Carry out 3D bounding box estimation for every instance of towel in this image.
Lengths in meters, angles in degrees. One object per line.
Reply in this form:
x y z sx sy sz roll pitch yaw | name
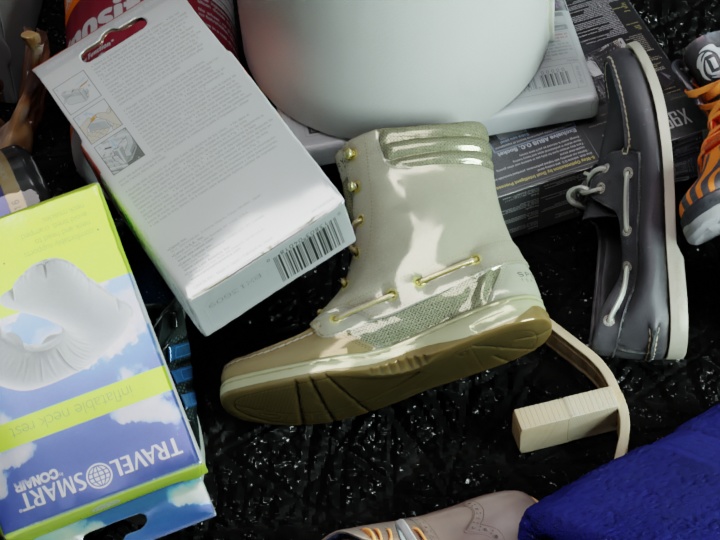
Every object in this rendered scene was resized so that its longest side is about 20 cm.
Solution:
0.204 0.132 1.330 0.200 0.050 0.148 -23 25 -32 | towel

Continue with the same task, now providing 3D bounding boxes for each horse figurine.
-0.261 -0.082 1.532 0.050 0.133 0.200 31 45 28 | horse figurine

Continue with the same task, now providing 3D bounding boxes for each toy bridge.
0.124 0.088 1.423 0.067 0.027 0.200 -13 52 -9 | toy bridge

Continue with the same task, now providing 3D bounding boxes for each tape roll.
0.018 -0.198 1.499 0.202 0.139 0.203 -3 50 3 | tape roll

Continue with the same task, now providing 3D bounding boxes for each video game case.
0.037 -0.152 1.564 0.200 0.023 0.182 -11 51 -4 | video game case

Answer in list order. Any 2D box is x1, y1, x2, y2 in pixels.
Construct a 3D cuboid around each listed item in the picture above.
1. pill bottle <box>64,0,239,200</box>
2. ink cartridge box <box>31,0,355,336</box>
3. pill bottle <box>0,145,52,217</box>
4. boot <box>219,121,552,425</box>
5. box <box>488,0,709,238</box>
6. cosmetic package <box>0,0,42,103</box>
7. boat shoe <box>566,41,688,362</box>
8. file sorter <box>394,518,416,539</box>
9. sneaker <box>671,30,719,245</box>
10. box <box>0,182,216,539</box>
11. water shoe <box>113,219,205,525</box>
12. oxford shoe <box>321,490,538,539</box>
-0.136 -0.147 1.571 0.113 0.113 0.200 -7 50 -3 | pill bottle
-0.101 -0.069 1.434 0.109 0.050 0.200 -33 60 -8 | ink cartridge box
-0.280 0.005 1.454 0.200 0.112 0.112 -19 52 -13 | pill bottle
0.000 0.000 1.442 0.200 0.072 0.155 -17 65 3 | boot
0.106 -0.103 1.565 0.200 0.050 0.158 -19 53 -13 | box
-0.261 -0.220 1.641 0.090 0.107 0.200 5 49 6 | cosmetic package
0.159 -0.043 1.467 0.063 0.073 0.200 -5 78 -1 | boat shoe
-0.029 0.234 1.208 0.200 0.125 0.139 -24 32 -8 | file sorter
0.222 -0.087 1.469 0.112 0.078 0.200 61 27 0 | sneaker
-0.170 0.064 1.366 0.122 0.048 0.200 -21 77 -7 | box
-0.135 0.056 1.426 0.071 0.079 0.200 -8 51 -4 | water shoe
0.021 0.170 1.331 0.200 0.073 0.071 -27 54 -19 | oxford shoe
